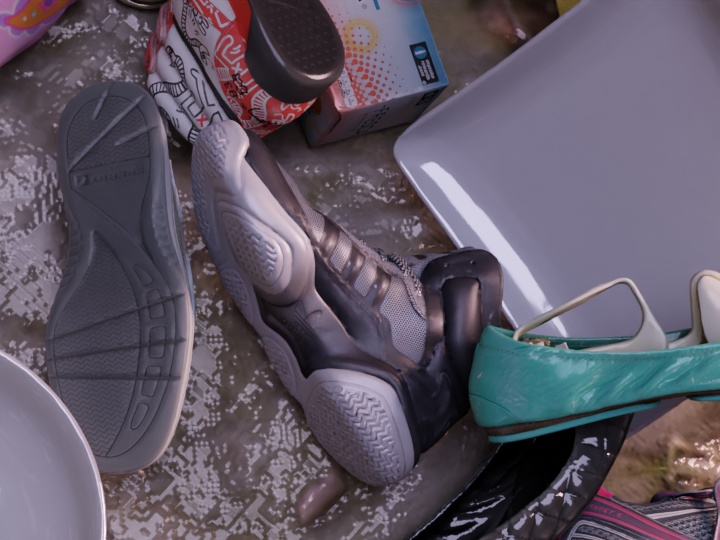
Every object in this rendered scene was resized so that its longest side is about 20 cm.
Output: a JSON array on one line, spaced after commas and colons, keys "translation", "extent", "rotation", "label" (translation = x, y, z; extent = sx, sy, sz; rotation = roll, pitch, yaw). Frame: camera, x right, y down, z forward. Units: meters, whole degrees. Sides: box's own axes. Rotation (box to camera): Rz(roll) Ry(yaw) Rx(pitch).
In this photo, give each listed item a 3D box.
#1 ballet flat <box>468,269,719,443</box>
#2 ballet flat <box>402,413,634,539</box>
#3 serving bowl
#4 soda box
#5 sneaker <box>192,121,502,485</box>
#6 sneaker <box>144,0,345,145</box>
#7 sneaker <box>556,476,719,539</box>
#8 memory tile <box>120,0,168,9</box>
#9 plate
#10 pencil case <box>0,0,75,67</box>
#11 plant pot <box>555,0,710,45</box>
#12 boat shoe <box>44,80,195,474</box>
[{"translation": [0.150, 0.036, 1.183], "extent": [0.200, 0.067, 0.070], "rotation": [-8, 97, 1], "label": "ballet flat"}, {"translation": [0.069, 0.113, 1.212], "extent": [0.200, 0.066, 0.057], "rotation": [-49, 118, -16], "label": "ballet flat"}, {"translation": [-0.224, 0.129, 1.158], "extent": [0.200, 0.066, 0.200], "rotation": [4, 69, -10], "label": "serving bowl"}, {"translation": [-0.022, -0.173, 1.297], "extent": [0.068, 0.064, 0.200], "rotation": [-15, 81, -19], "label": "soda box"}, {"translation": [0.000, 0.000, 1.232], "extent": [0.114, 0.075, 0.200], "rotation": [-30, 92, -23], "label": "sneaker"}, {"translation": [-0.087, -0.158, 1.261], "extent": [0.067, 0.108, 0.201], "rotation": [-13, 73, -41], "label": "sneaker"}, {"translation": [0.197, 0.141, 1.229], "extent": [0.200, 0.081, 0.075], "rotation": [1, 67, -10], "label": "sneaker"}, {"translation": [-0.138, -0.246, 1.339], "extent": [0.200, 0.017, 0.153], "rotation": [42, 68, 5], "label": "memory tile"}, {"translation": [0.145, -0.038, 1.238], "extent": [0.200, 0.200, 0.032], "rotation": [55, 29, 1], "label": "plate"}, {"translation": [-0.227, -0.123, 1.242], "extent": [0.087, 0.087, 0.200], "rotation": [44, 69, 7], "label": "pencil case"}, {"translation": [0.175, -0.163, 1.293], "extent": [0.142, 0.200, 0.200], "rotation": [-12, 71, 9], "label": "plant pot"}, {"translation": [-0.117, 0.007, 1.226], "extent": [0.074, 0.065, 0.202], "rotation": [-9, 71, 8], "label": "boat shoe"}]
